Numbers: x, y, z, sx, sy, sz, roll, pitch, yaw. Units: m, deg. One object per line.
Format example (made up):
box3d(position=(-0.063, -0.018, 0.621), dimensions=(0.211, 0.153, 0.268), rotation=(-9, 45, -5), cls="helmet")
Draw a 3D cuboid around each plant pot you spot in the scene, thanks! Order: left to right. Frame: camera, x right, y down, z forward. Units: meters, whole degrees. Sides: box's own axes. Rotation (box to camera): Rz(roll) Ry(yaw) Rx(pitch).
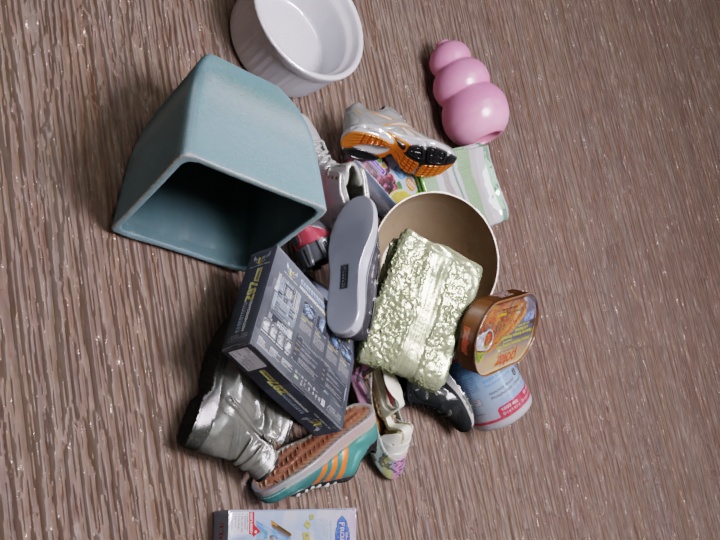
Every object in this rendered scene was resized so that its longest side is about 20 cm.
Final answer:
box3d(position=(-0.175, -0.147, 0.948), dimensions=(0.195, 0.195, 0.202), rotation=(18, 56, -35), cls="plant pot")
box3d(position=(0.094, -0.010, 1.151), dimensions=(0.198, 0.134, 0.203), rotation=(1, 86, -15), cls="plant pot")

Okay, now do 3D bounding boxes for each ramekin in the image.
box3d(position=(-0.101, -0.363, 1.140), dimensions=(0.199, 0.097, 0.203), rotation=(15, 66, -37), cls="ramekin")

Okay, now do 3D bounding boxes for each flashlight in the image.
box3d(position=(-0.089, -0.101, 1.080), dimensions=(0.068, 0.067, 0.202), rotation=(22, 46, -78), cls="flashlight")

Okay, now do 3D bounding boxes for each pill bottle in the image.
box3d(position=(0.187, 0.148, 1.214), dimensions=(0.109, 0.108, 0.201), rotation=(-36, 100, -42), cls="pill bottle")

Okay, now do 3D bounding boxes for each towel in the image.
box3d(position=(0.083, 0.057, 1.057), dimensions=(0.147, 0.036, 0.202), rotation=(23, 81, -13), cls="towel")
box3d(position=(0.175, -0.138, 1.284), dimensions=(0.199, 0.031, 0.151), rotation=(-18, 88, -45), cls="towel")

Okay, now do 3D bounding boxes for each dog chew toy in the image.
box3d(position=(0.188, -0.328, 1.373), dimensions=(0.124, 0.124, 0.202), rotation=(-16, 78, -43), cls="dog chew toy")

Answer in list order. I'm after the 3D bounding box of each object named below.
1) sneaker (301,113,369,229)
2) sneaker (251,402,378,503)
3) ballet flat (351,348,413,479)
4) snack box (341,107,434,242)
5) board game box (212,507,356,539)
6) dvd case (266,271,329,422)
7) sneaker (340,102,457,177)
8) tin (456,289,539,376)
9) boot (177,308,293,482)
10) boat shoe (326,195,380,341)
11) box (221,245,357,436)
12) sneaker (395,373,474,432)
box3d(position=(-0.045, -0.155, 1.109), dimensions=(0.073, 0.115, 0.202), rotation=(-18, 87, -41), cls="sneaker")
box3d(position=(-0.050, 0.259, 0.996), dimensions=(0.199, 0.071, 0.081), rotation=(-28, 115, -31), cls="sneaker")
box3d(position=(0.037, 0.205, 1.078), dimensions=(0.069, 0.071, 0.202), rotation=(-20, 95, -47), cls="ballet flat")
box3d(position=(0.071, -0.148, 1.249), dimensions=(0.200, 0.053, 0.143), rotation=(46, 50, -20), cls="snack box")
box3d(position=(-0.090, 0.401, 0.934), dimensions=(0.198, 0.041, 0.202), rotation=(14, 67, -37), cls="board game box")
box3d(position=(-0.073, 0.112, 1.061), dimensions=(0.142, 0.017, 0.202), rotation=(33, 56, -28), cls="dvd case")
box3d(position=(0.063, -0.213, 1.175), dimensions=(0.198, 0.076, 0.093), rotation=(13, 56, -25), cls="sneaker")
box3d(position=(0.205, 0.090, 1.112), dimensions=(0.199, 0.042, 0.113), rotation=(-8, 106, -52), cls="tin")
box3d(position=(-0.139, 0.153, 0.954), dimensions=(0.130, 0.067, 0.202), rotation=(28, 67, -26), cls="boot")
box3d(position=(0.000, 0.000, 1.029), dimensions=(0.066, 0.069, 0.202), rotation=(36, 51, -53), cls="boat shoe")
box3d(position=(-0.082, 0.092, 0.962), dimensions=(0.200, 0.051, 0.159), rotation=(51, 35, -36), cls="box")
box3d(position=(0.098, 0.184, 1.167), dimensions=(0.087, 0.076, 0.201), rotation=(-37, 106, -17), cls="sneaker")
